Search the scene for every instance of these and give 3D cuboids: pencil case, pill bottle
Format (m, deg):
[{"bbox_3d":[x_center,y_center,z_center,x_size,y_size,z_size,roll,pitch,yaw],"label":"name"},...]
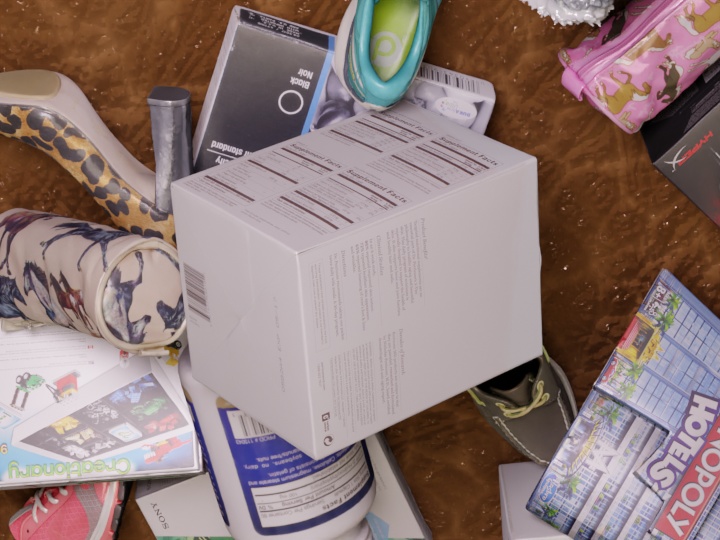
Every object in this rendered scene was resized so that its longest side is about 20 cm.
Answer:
[{"bbox_3d":[0.231,-0.182,1.501,0.086,0.083,0.200,39,110,-23],"label":"pencil case"},{"bbox_3d":[-0.197,0.010,1.529,0.077,0.199,0.090,-17,107,-35],"label":"pencil case"},{"bbox_3d":[-0.053,0.139,1.595,0.119,0.120,0.201,-13,113,5],"label":"pill bottle"}]

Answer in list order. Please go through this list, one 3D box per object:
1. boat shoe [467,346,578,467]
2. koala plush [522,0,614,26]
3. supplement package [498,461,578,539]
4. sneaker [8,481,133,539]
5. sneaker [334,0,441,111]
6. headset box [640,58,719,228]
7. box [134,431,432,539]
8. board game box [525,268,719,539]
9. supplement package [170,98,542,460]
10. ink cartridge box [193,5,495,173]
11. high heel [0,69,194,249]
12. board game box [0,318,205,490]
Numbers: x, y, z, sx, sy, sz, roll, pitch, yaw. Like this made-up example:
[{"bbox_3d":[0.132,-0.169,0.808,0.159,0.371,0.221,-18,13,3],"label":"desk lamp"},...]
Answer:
[{"bbox_3d":[0.109,0.076,1.635,0.072,0.060,0.203,-27,114,9],"label":"boat shoe"},{"bbox_3d":[0.153,-0.244,1.395,0.183,0.200,0.178,32,112,-23],"label":"koala plush"},{"bbox_3d":[0.212,0.217,1.674,0.198,0.118,0.118,-5,117,0],"label":"supplement package"},{"bbox_3d":[-0.228,0.192,1.681,0.086,0.074,0.202,15,113,-3],"label":"sneaker"},{"bbox_3d":[0.034,-0.207,1.475,0.077,0.080,0.202,9,94,-8],"label":"sneaker"},{"bbox_3d":[0.324,-0.075,1.558,0.200,0.077,0.149,42,108,-17],"label":"headset box"},{"bbox_3d":[-0.059,0.194,1.704,0.199,0.036,0.145,-21,114,10],"label":"box"},{"bbox_3d":[0.255,0.137,1.579,0.199,0.062,0.201,30,79,10],"label":"board game box"},{"bbox_3d":[0.000,0.000,1.455,0.199,0.150,0.153,-22,122,-31],"label":"supplement package"},{"bbox_3d":[-0.026,-0.070,1.575,0.196,0.043,0.201,15,116,-8],"label":"ink cartridge box"},{"bbox_3d":[-0.210,-0.066,1.546,0.198,0.071,0.144,7,117,15],"label":"high heel"},{"bbox_3d":[-0.218,0.096,1.620,0.198,0.035,0.127,-4,80,1],"label":"board game box"}]
